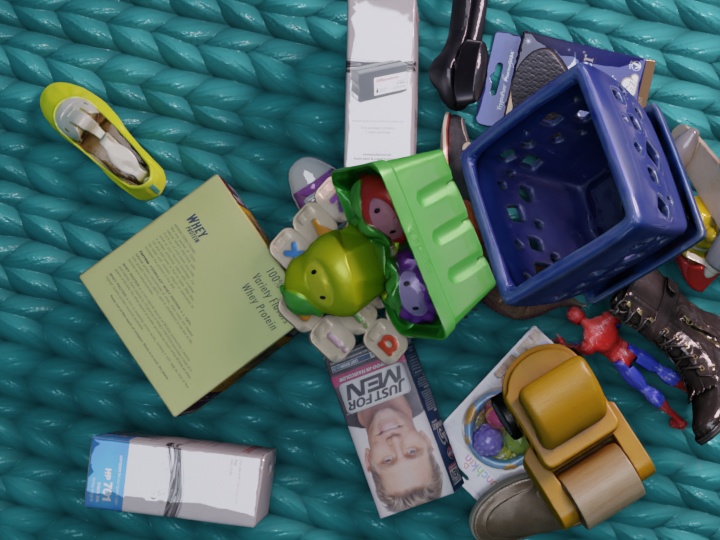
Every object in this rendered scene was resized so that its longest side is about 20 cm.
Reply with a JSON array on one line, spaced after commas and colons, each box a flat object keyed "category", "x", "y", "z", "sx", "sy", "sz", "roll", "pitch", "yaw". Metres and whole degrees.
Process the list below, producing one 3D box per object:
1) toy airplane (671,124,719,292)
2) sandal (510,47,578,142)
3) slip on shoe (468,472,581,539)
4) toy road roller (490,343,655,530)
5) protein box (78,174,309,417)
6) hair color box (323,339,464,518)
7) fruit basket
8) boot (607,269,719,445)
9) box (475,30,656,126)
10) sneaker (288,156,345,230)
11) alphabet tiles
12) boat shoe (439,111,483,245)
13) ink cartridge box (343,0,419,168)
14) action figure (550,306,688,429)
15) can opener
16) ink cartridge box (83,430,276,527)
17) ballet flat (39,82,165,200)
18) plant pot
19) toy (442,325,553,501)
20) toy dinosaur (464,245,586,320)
[{"category": "toy airplane", "x": 0.398, "y": -0.081, "z": 1.501, "sx": 0.139, "sy": 0.200, "sz": 0.202, "roll": -3, "pitch": 86, "yaw": -9}, {"category": "sandal", "x": 0.230, "y": -0.171, "z": 1.564, "sx": 0.075, "sy": 0.043, "sz": 0.202, "roll": -11, "pitch": 119, "yaw": 21}, {"category": "slip on shoe", "x": 0.224, "y": 0.277, "z": 1.551, "sx": 0.197, "sy": 0.061, "sz": 0.077, "roll": -15, "pitch": 109, "yaw": -1}, {"category": "toy road roller", "x": 0.234, "y": 0.177, "z": 1.468, "sx": 0.122, "sy": 0.146, "sz": 0.201, "roll": -30, "pitch": 74, "yaw": -4}, {"category": "protein box", "x": -0.183, "y": 0.031, "z": 1.558, "sx": 0.199, "sy": 0.135, "sz": 0.200, "roll": -36, "pitch": 86, "yaw": 1}, {"category": "hair color box", "x": 0.040, "y": 0.179, "z": 1.566, "sx": 0.099, "sy": 0.060, "sz": 0.202, "roll": -22, "pitch": 86, "yaw": 16}, {"category": "fruit basket", "x": 0.015, "y": -0.013, "z": 1.420, "sx": 0.213, "sy": 0.155, "sz": 0.219, "roll": 0, "pitch": 90, "yaw": -23}, {"category": "boot", "x": 0.353, "y": 0.086, "z": 1.513, "sx": 0.173, "sy": 0.201, "sz": 0.069, "roll": 34, "pitch": 133, "yaw": -11}, {"category": "box", "x": 0.247, "y": -0.215, "z": 1.601, "sx": 0.197, "sy": 0.032, "sz": 0.123, "roll": 13, "pitch": 88, "yaw": 5}, {"category": "sneaker", "x": -0.021, "y": -0.056, "z": 1.566, "sx": 0.072, "sy": 0.114, "sz": 0.202, "roll": -35, "pitch": 84, "yaw": 2}, {"category": "alphabet tiles", "x": 0.000, "y": 0.000, "z": 1.496, "sx": 0.195, "sy": 0.015, "sz": 0.200, "roll": 42, "pitch": 76, "yaw": -6}, {"category": "boat shoe", "x": 0.124, "y": -0.108, "z": 1.548, "sx": 0.062, "sy": 0.072, "sz": 0.202, "roll": -2, "pitch": 48, "yaw": 1}, {"category": "ink cartridge box", "x": 0.026, "y": -0.209, "z": 1.556, "sx": 0.083, "sy": 0.145, "sz": 0.203, "roll": 1, "pitch": 86, "yaw": 3}, {"category": "action figure", "x": 0.308, "y": 0.103, "z": 1.570, "sx": 0.199, "sy": 0.099, "sz": 0.066, "roll": 40, "pitch": 86, "yaw": -18}, {"category": "can opener", "x": 0.131, "y": -0.291, "z": 1.601, "sx": 0.078, "sy": 0.063, "sz": 0.203, "roll": 2, "pitch": 76, "yaw": 30}, {"category": "ink cartridge box", "x": -0.206, "y": 0.240, "z": 1.542, "sx": 0.197, "sy": 0.146, "sz": 0.087, "roll": 8, "pitch": 86, "yaw": 4}, {"category": "ballet flat", "x": -0.317, "y": -0.163, "z": 1.611, "sx": 0.200, "sy": 0.067, "sz": 0.067, "roll": 42, "pitch": 90, "yaw": 5}, {"category": "plant pot", "x": 0.252, "y": -0.080, "z": 1.444, "sx": 0.199, "sy": 0.178, "sz": 0.202, "roll": -35, "pitch": 59, "yaw": 39}, {"category": "toy", "x": 0.181, "y": 0.177, "z": 1.574, "sx": 0.115, "sy": 0.047, "sz": 0.200, "roll": 43, "pitch": 89, "yaw": 6}, {"category": "toy dinosaur", "x": 0.163, "y": 0.016, "z": 1.568, "sx": 0.199, "sy": 0.086, "sz": 0.136, "roll": 32, "pitch": 89, "yaw": 0}]
